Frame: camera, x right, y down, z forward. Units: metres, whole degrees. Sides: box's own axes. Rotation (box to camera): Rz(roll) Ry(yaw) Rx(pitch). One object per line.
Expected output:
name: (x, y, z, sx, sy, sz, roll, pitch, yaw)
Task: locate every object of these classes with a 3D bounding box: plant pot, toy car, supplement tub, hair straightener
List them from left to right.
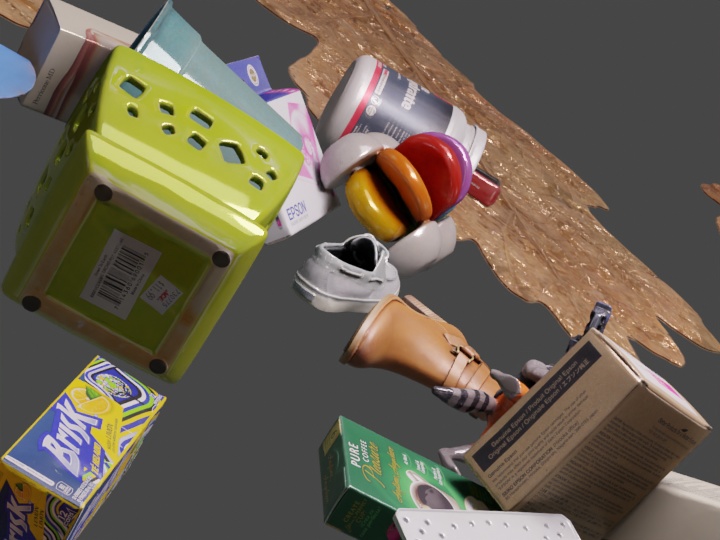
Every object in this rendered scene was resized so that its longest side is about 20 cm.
plant pot: (-0.182, -0.037, 1.416, 0.198, 0.201, 0.182, 29, 27, -11)
plant pot: (-0.175, -0.132, 1.682, 0.195, 0.201, 0.201, 38, 18, -12)
supplement tub: (0.051, -0.177, 2.196, 0.199, 0.141, 0.141, 29, 19, -10)
toy car: (0.059, -0.098, 1.941, 0.176, 0.149, 0.200, 54, 15, 5)
hair straightener: (0.115, -0.162, 2.434, 0.198, 0.041, 0.077, 28, 19, -3)

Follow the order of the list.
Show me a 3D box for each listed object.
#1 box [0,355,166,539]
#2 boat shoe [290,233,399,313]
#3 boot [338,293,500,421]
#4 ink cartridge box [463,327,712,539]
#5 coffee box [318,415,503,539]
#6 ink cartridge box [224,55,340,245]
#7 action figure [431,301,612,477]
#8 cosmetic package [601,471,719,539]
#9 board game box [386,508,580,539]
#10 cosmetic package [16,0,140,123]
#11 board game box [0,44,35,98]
box: (-0.200, 0.133, 1.154, 0.064, 0.071, 0.200, 30, 19, -1)
boat shoe: (-0.001, -0.001, 1.789, 0.070, 0.072, 0.200, 39, 18, 20)
boot: (0.072, 0.096, 1.679, 0.154, 0.074, 0.200, 42, 23, 13)
ink cartridge box: (0.205, 0.154, 1.490, 0.075, 0.165, 0.200, 49, 10, 33)
coffee box: (0.058, 0.208, 1.422, 0.199, 0.044, 0.123, 28, 20, -17)
ink cartridge box: (-0.097, -0.144, 1.876, 0.196, 0.043, 0.202, -39, 110, -70)
action figure: (0.161, 0.110, 1.615, 0.104, 0.202, 0.193, 27, 16, 27)
cosmetic package: (0.311, 0.239, 1.586, 0.198, 0.074, 0.103, 14, 5, 36)
board game box: (0.131, 0.278, 1.317, 0.198, 0.026, 0.201, 9, 42, -39)
cosmetic package: (-0.268, -0.203, 1.815, 0.198, 0.104, 0.087, 19, 23, -32)
board game box: (-0.428, -0.210, 1.681, 0.199, 0.039, 0.158, 29, 24, 5)
